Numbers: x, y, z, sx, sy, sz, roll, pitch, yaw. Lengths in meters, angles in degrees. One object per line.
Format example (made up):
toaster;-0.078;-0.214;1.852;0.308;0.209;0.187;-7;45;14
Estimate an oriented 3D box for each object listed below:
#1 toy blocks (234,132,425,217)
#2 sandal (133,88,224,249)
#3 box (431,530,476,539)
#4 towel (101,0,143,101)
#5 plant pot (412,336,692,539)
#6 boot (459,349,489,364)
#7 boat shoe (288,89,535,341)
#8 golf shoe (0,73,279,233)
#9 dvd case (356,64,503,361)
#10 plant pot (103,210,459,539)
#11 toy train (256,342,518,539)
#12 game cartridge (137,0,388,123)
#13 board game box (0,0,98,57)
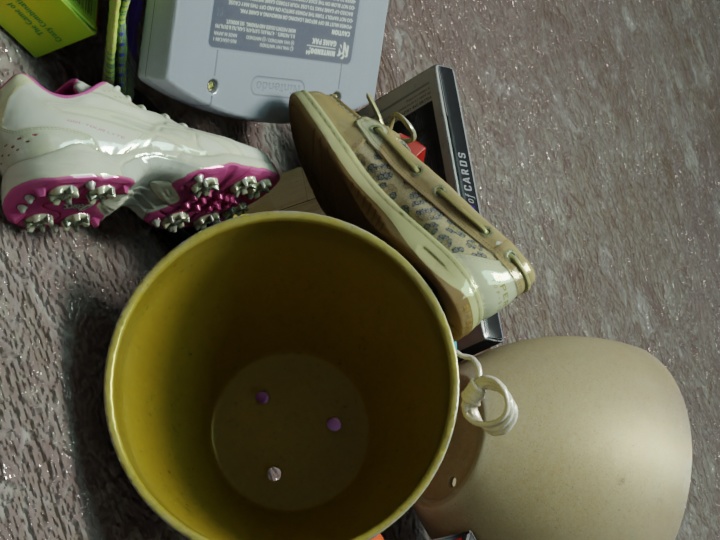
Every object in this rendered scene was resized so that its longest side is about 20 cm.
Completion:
toy blocks;0.000;0.000;1.404;0.100;0.136;0.201;18;58;-61
sandal;-0.101;-0.045;1.320;0.201;0.048;0.076;55;28;-26
box;0.011;0.249;1.295;0.035;0.109;0.200;60;26;-24
towel;-0.135;-0.207;1.279;0.201;0.023;0.144;-89;-171;-48
plant pot;0.106;0.131;1.408;0.134;0.200;0.202;18;54;-32
boot;0.043;0.008;1.561;0.187;0.064;0.201;-101;167;-49
boat shoe;0.025;-0.041;1.249;0.200;0.062;0.074;52;-20;29
golf shoe;-0.129;-0.073;1.219;0.199;0.075;0.092;1;61;-48
dvd case;0.027;-0.023;1.466;0.025;0.150;0.201;8;65;-41
plant pot;-0.044;0.081;1.230;0.142;0.198;0.201;91;-11;-75
toy train;0.014;0.102;1.332;0.151;0.200;0.056;51;27;11
game cartridge;-0.057;-0.159;1.291;0.199;0.041;0.134;1;104;-51
board game box;-0.222;-0.222;1.184;0.200;0.047;0.102;45;35;-47
